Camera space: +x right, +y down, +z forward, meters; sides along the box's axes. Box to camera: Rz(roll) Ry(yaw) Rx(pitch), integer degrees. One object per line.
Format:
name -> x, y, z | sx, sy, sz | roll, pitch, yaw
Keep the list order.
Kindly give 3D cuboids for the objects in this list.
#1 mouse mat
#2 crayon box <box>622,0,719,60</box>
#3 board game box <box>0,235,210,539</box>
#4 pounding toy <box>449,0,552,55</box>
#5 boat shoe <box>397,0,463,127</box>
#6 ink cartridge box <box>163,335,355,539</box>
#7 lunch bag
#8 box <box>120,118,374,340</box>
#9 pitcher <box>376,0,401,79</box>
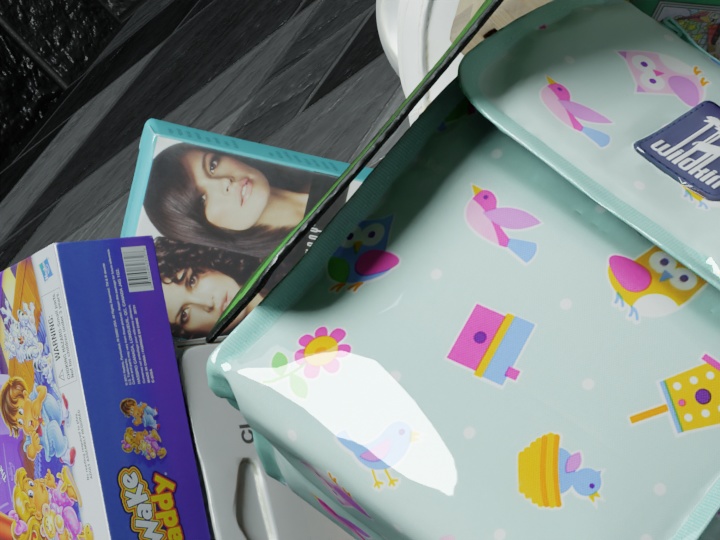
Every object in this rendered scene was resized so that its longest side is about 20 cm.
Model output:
mouse mat -> 0.018, -0.059, 0.890 | 0.200, 0.008, 0.161 | -51, 2, -13
crayon box -> 0.166, -0.153, 0.992 | 0.058, 0.199, 0.173 | 96, 163, -48
board game box -> -0.113, 0.101, 1.020 | 0.045, 0.201, 0.134 | -5, -12, -37
pounding toy -> 0.136, -0.110, 1.155 | 0.142, 0.184, 0.200 | -35, 24, 33
boat shoe -> 0.060, -0.048, 1.185 | 0.070, 0.201, 0.069 | -10, 28, 2
ink cartridge box -> -0.077, 0.122, 1.081 | 0.082, 0.147, 0.200 | -5, -14, -37
lunch bag -> 0.080, 0.018, 0.849 | 0.200, 0.170, 0.122 | -49, -26, -12
box -> 0.000, 0.000, 1.104 | 0.049, 0.199, 0.083 | -131, 54, -78
pitcher -> 0.076, -0.128, 1.463 | 0.172, 0.121, 0.200 | -55, -17, 24
